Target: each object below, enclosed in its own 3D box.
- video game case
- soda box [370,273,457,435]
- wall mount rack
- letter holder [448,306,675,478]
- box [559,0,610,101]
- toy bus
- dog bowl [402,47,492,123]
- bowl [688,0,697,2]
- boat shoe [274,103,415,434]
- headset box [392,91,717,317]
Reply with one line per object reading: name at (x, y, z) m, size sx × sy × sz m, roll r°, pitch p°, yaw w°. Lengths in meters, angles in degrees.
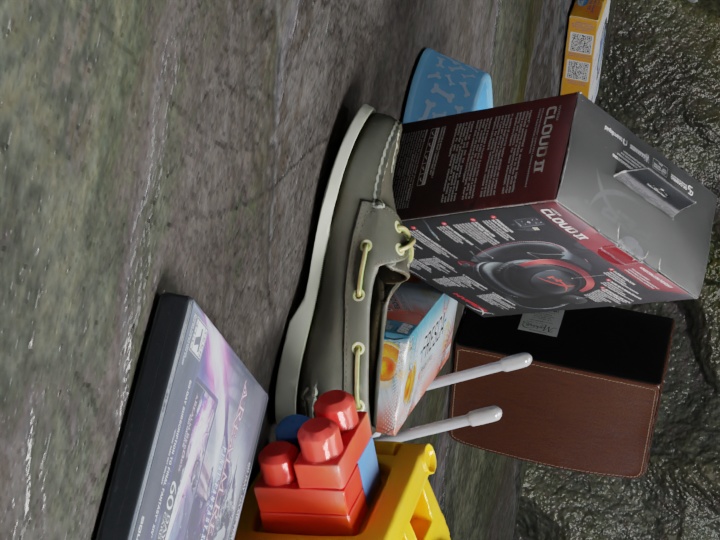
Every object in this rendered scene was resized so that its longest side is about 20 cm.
video game case at (-0.084, 0.105, 0.951) m, size 0.200 × 0.019 × 0.144 m, roll 63°, pitch 39°, yaw -72°
soda box at (0.017, 0.045, 1.304) m, size 0.200 × 0.063 × 0.069 m, roll -45°, pitch 145°, yaw -73°
wall mount rack at (0.029, 0.121, 1.312) m, size 0.174 × 0.074 × 0.200 m, roll -57°, pitch 177°, yaw 20°
letter holder at (0.195, 0.111, 1.949) m, size 0.101 × 0.199 × 0.143 m, roll -68°, pitch 165°, yaw -47°
box at (0.275, -0.258, 2.455) m, size 0.119 × 0.041 × 0.201 m, roll -67°, pitch 167°, yaw -49°
toy bus at (-0.021, 0.173, 1.093) m, size 0.200 × 0.135 × 0.193 m, roll -61°, pitch 147°, yaw -52°
dog bowl at (0.066, -0.082, 1.480) m, size 0.200 × 0.049 × 0.112 m, roll 80°, pitch 23°, yaw -64°
bowl at (0.344, -0.414, 2.434) m, size 0.201 × 0.090 × 0.202 m, roll -16°, pitch 90°, yaw -85°
boat shoe at (0.000, 0.001, 1.177) m, size 0.072 × 0.060 × 0.203 m, roll 67°, pitch 36°, yaw -72°
headset box at (0.112, -0.037, 1.233) m, size 0.148 × 0.199 × 0.075 m, roll 30°, pitch 65°, yaw -38°
